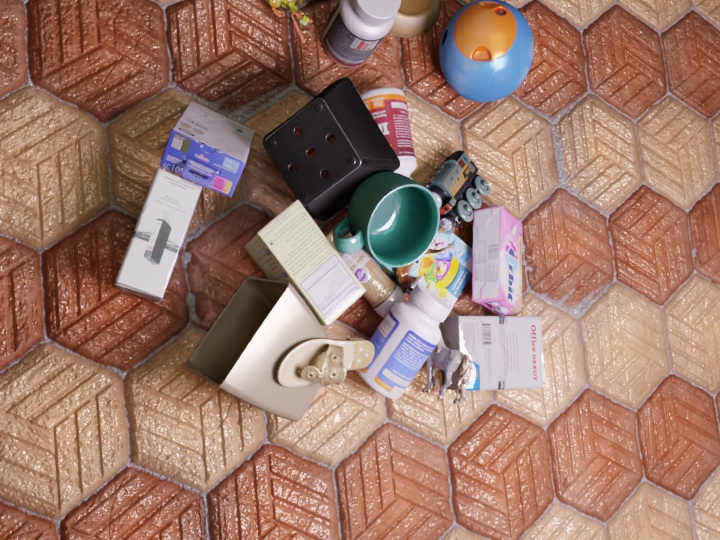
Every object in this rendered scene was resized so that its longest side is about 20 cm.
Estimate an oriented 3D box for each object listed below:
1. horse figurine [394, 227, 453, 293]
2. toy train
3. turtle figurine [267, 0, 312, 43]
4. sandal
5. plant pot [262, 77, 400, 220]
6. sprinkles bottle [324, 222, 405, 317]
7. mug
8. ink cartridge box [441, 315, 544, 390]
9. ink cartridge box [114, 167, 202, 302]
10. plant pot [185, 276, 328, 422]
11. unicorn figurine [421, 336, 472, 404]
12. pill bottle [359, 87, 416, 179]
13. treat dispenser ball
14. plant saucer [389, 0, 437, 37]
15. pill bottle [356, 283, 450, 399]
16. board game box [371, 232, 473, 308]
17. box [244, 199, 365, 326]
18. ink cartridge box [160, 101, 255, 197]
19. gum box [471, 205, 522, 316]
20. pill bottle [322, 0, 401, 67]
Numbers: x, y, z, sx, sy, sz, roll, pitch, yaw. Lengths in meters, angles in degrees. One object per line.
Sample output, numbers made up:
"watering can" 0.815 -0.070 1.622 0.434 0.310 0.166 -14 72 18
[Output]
"horse figurine" 0.090 -0.076 1.303 0.131 0.050 0.203 -30 99 14
"toy train" 0.192 -0.161 1.373 0.114 0.085 0.201 48 45 -8
"turtle figurine" -0.126 -0.553 1.344 0.160 0.064 0.202 -31 86 -28
"sandal" -0.039 0.158 1.129 0.208 0.069 0.080 -7 107 -44
"plant pot" -0.065 -0.217 1.217 0.198 0.177 0.202 -33 93 15
"sprinkles bottle" 0.000 0.000 1.317 0.200 0.068 0.068 46 71 -8
"mug" 0.038 -0.100 1.193 0.181 0.114 0.155 11 107 -34
"ink cartridge box" 0.273 0.171 1.384 0.195 0.084 0.150 3 82 -20
"ink cartridge box" -0.349 -0.054 1.157 0.082 0.144 0.205 21 79 -15
"plant pot" -0.159 0.151 1.182 0.177 0.198 0.202 42 72 -25
"unicorn figurine" 0.155 0.180 1.327 0.073 0.197 0.141 4 95 -46
"pill bottle" 0.052 -0.251 1.343 0.110 0.113 0.206 -9 86 -20
"treat dispenser ball" 0.263 -0.458 1.399 0.195 0.200 0.207 3 82 -19
"plant saucer" 0.095 -0.609 1.445 0.195 0.035 0.206 3 83 -20
"pill bottle" 0.084 0.132 1.272 0.111 0.112 0.202 33 98 -12
"board game box" 0.133 -0.025 1.379 0.198 0.047 0.153 37 73 -12
"box" -0.106 -0.005 1.221 0.096 0.176 0.202 -39 96 -17
"ink cartridge box" -0.269 -0.212 1.179 0.134 0.201 0.077 23 115 -15
"gum box" 0.285 -0.015 1.383 0.113 0.065 0.206 24 65 -50
"pill bottle" 0.001 -0.492 1.309 0.113 0.199 0.119 2 83 -18
